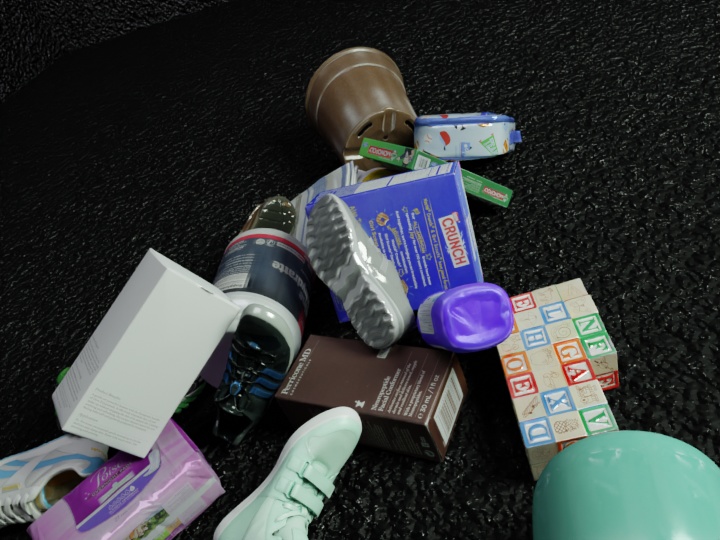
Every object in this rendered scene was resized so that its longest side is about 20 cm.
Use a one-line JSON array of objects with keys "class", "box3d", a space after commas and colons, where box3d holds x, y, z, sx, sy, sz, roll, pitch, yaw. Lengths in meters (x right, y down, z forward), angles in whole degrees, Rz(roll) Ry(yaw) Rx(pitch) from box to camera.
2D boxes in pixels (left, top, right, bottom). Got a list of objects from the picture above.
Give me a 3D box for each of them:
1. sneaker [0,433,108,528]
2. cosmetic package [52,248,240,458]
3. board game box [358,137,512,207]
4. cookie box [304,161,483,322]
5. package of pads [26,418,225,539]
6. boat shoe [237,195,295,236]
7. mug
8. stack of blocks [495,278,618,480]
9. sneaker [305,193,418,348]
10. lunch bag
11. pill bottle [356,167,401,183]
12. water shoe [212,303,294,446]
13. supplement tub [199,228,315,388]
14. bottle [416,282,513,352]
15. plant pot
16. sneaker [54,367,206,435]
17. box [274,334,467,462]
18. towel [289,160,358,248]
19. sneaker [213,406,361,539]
[{"class": "sneaker", "box3d": [-0.414, 0.275, 0.767, 0.198, 0.077, 0.081, -28, 30, -7]}, {"class": "cosmetic package", "box3d": [-0.240, 0.093, 0.696, 0.084, 0.107, 0.202, 26, 81, 52]}, {"class": "board game box", "box3d": [0.112, -0.144, 0.909, 0.134, 0.198, 0.030, 27, 101, 53]}, {"class": "cookie box", "box3d": [0.049, -0.034, 0.808, 0.197, 0.174, 0.075, -10, 21, 17]}, {"class": "package of pads", "box3d": [-0.265, 0.270, 0.696, 0.199, 0.076, 0.120, -40, 40, -21]}, {"class": "boat shoe", "box3d": [-0.172, -0.027, 0.986, 0.202, 0.075, 0.074, -58, 28, -7]}, {"class": "mug", "box3d": [0.218, 0.206, 0.472, 0.151, 0.185, 0.115, -32, 27, 30]}, {"class": "stack of blocks", "box3d": [0.210, 0.107, 0.651, 0.113, 0.059, 0.201, -15, 38, 10]}, {"class": "sneaker", "box3d": [0.000, 0.000, 0.740, 0.074, 0.081, 0.202, -36, 71, 32]}, {"class": "lunch bag", "box3d": [0.174, -0.216, 0.987, 0.158, 0.077, 0.200, 0, 13, 19]}, {"class": "pill bottle", "box3d": [0.049, -0.094, 0.939, 0.111, 0.112, 0.199, -40, 40, -22]}, {"class": "water shoe", "box3d": [-0.126, 0.128, 0.708, 0.071, 0.202, 0.079, 22, 41, 7]}, {"class": "supplement tub", "box3d": [-0.141, 0.052, 0.839, 0.138, 0.142, 0.202, -11, 39, 16]}, {"class": "bottle", "box3d": [0.106, 0.053, 0.688, 0.082, 0.066, 0.200, -11, -4, -4]}, {"class": "plant pot", "box3d": [0.018, -0.265, 1.112, 0.198, 0.202, 0.199, -24, 44, -1]}, {"class": "sneaker", "box3d": [-0.301, 0.153, 0.820, 0.197, 0.087, 0.078, -10, 22, -25]}, {"class": "box", "box3d": [0.012, 0.140, 0.708, 0.197, 0.076, 0.101, 1, 43, 32]}, {"class": "towel", "box3d": [-0.077, -0.071, 0.963, 0.199, 0.024, 0.149, -24, 51, 43]}, {"class": "sneaker", "box3d": [-0.051, 0.238, 0.606, 0.201, 0.074, 0.118, -48, 35, -5]}]
